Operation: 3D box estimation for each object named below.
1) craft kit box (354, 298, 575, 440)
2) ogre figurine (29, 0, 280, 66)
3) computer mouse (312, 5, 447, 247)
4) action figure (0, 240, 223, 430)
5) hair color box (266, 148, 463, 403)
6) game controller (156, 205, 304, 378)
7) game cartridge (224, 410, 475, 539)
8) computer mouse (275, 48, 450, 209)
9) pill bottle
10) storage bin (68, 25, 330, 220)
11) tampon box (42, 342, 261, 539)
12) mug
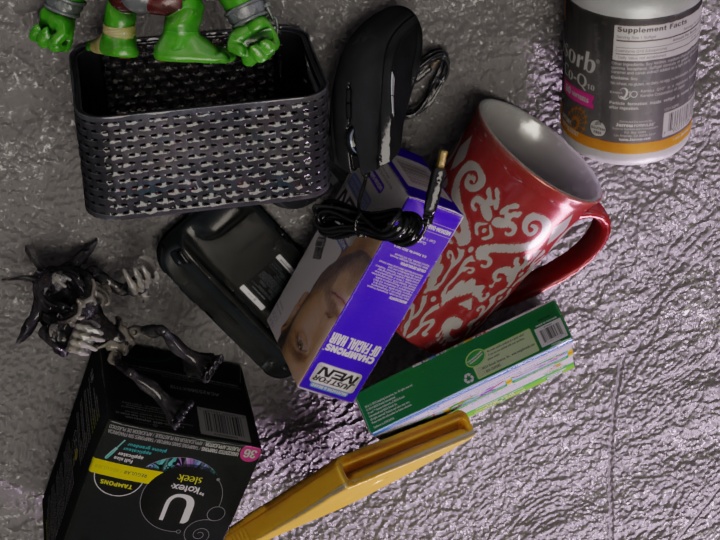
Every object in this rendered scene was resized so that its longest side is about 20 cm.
[{"bbox_3d":[0.103,0.101,1.441,0.198,0.049,0.198,-25,164,2],"label":"craft kit box"},{"bbox_3d":[-0.158,-0.223,1.193,0.098,0.198,0.121,-14,111,-52],"label":"ogre figurine"},{"bbox_3d":[0.019,-0.118,1.258,0.046,0.140,0.202,14,92,-44],"label":"computer mouse"},{"bbox_3d":[-0.213,0.042,1.331,0.199,0.119,0.102,36,152,-4],"label":"action figure"},{"bbox_3d":[0.000,0.000,1.347,0.064,0.110,0.201,17,114,-29],"label":"hair color box"},{"bbox_3d":[-0.094,0.014,1.417,0.104,0.042,0.200,-43,123,-2],"label":"game controller"},{"bbox_3d":[-0.014,0.197,1.443,0.175,0.033,0.199,-15,166,-44],"label":"game cartridge"},{"bbox_3d":[-0.004,-0.127,1.351,0.199,0.034,0.059,-38,134,3],"label":"computer mouse"},{"bbox_3d":[0.227,-0.201,1.305,0.115,0.117,0.202,-8,123,-8],"label":"pill bottle"},{"bbox_3d":[-0.130,-0.121,1.254,0.197,0.136,0.095,-7,124,-9],"label":"storage bin"},{"bbox_3d":[-0.198,0.191,1.445,0.148,0.127,0.202,12,119,-21],"label":"tampon box"},{"bbox_3d":[0.119,-0.020,1.380,0.177,0.134,0.201,34,115,-7],"label":"mug"}]
